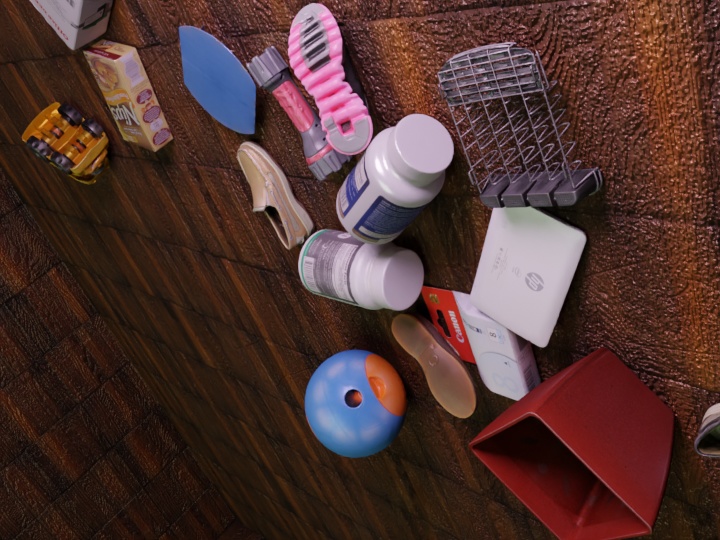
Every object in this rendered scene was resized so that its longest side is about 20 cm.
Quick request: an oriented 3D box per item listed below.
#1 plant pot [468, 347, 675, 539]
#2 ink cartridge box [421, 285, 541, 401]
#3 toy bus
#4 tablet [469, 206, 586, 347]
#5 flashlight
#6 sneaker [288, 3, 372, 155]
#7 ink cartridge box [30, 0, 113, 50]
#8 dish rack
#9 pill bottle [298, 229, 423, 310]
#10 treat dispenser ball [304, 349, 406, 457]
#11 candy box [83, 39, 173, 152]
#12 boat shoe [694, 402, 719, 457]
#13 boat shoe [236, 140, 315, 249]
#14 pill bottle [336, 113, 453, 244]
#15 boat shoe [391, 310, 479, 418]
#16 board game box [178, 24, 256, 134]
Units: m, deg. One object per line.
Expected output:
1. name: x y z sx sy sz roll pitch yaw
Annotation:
1. plant pot: 0.302 0.227 1.018 0.200 0.176 0.200 44 150 5
2. ink cartridge box: 0.177 0.112 1.181 0.198 0.047 0.162 13 135 44
3. toy bus: -0.670 -0.273 1.794 0.198 0.136 0.193 30 160 25
4. tablet: 0.215 0.002 0.996 0.129 0.014 0.202 32 138 26
5. flashlight: -0.092 -0.230 1.110 0.201 0.068 0.067 54 151 -13
6. sneaker: -0.032 -0.251 1.001 0.078 0.095 0.203 -18 93 19
7. ink cartridge box: -0.511 -0.508 1.321 0.147 0.084 0.200 51 151 -5
8. dish rack: 0.173 -0.160 0.850 0.152 0.054 0.202 3 126 48
9. pill bottle: 0.000 0.000 1.217 0.198 0.113 0.114 13 136 46
10. treat dispenser ball: -0.009 0.255 1.447 0.200 0.201 0.202 33 148 24
11. candy box: -0.453 -0.341 1.475 0.115 0.055 0.202 24 143 36
12. boat shoe: 0.460 0.175 0.854 0.072 0.066 0.201 46 151 4
13. boat shoe: -0.160 -0.128 1.316 0.201 0.076 0.071 54 151 -11
14. pill bottle: 0.046 -0.122 1.009 0.111 0.111 0.200 46 151 1
15. boat shoe: 0.132 0.148 1.237 0.070 0.070 0.201 -40 73 21
16. board game box: -0.218 -0.312 1.215 0.157 0.039 0.201 37 155 9
